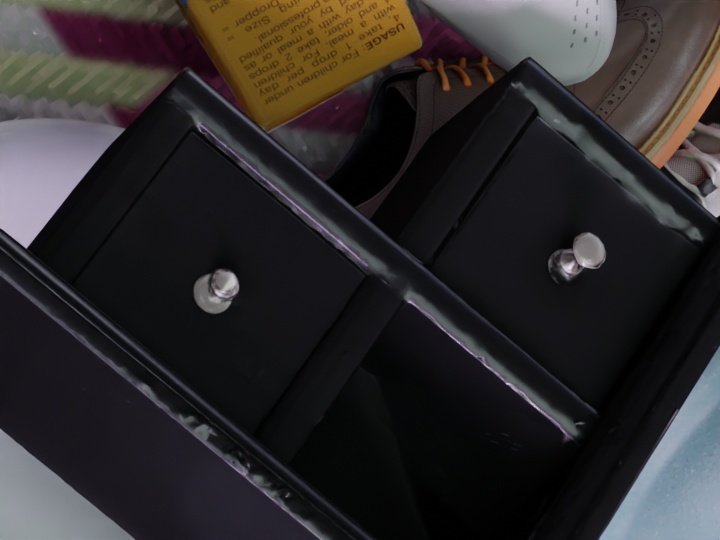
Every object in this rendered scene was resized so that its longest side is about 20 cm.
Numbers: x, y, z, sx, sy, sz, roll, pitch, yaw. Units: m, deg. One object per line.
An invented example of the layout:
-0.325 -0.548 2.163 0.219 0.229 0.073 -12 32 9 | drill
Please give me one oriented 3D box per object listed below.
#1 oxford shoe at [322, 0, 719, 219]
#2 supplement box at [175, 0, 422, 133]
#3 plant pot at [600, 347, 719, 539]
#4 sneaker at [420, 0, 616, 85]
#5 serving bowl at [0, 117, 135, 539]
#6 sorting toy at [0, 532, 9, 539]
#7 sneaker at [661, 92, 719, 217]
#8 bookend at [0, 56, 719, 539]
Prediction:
0.051 -0.050 1.001 0.200 0.071 0.073 -42 113 -10 | oxford shoe
-0.051 -0.135 0.890 0.069 0.067 0.200 -32 134 0 | supplement box
0.185 0.119 1.041 0.200 0.134 0.201 -26 137 -27 | plant pot
0.025 -0.122 0.894 0.074 0.087 0.200 -26 130 13 | sneaker
-0.093 0.055 0.927 0.200 0.066 0.201 15 60 -26 | serving bowl
-0.192 0.147 0.917 0.185 0.036 0.200 31 73 -16 | sorting toy
0.104 -0.008 1.036 0.088 0.074 0.200 32 89 -32 | sneaker
0.000 0.000 0.892 0.199 0.092 0.200 41 61 -7 | bookend
